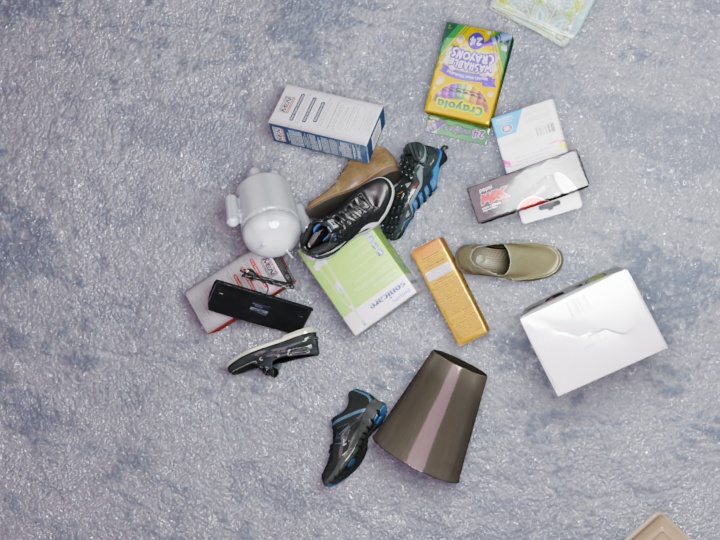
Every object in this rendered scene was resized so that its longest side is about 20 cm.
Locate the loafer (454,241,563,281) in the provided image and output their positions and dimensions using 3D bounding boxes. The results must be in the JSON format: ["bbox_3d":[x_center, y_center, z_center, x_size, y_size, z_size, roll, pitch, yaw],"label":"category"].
[{"bbox_3d":[0.274,-0.015,1.437,0.199,0.067,0.076,-2,92,-3],"label":"loafer"}]

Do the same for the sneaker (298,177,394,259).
[{"bbox_3d":[-0.024,-0.090,1.414,0.200,0.112,0.073,-43,82,10],"label":"sneaker"}]

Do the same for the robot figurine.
[{"bbox_3d":[-0.175,-0.106,1.507,0.113,0.169,0.200,117,147,-44],"label":"robot figurine"}]

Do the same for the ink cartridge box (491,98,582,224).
[{"bbox_3d":[0.321,-0.194,1.434,0.115,0.068,0.200,-16,88,15],"label":"ink cartridge box"}]

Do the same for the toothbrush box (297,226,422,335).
[{"bbox_3d":[0.000,0.000,1.511,0.146,0.086,0.200,-37,82,12],"label":"toothbrush box"}]

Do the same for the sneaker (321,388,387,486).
[{"bbox_3d":[-0.025,0.327,1.546,0.082,0.073,0.200,32,94,27],"label":"sneaker"}]

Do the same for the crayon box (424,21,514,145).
[{"bbox_3d":[0.198,-0.346,1.469,0.125,0.052,0.200,15,96,13],"label":"crayon box"}]

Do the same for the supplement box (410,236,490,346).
[{"bbox_3d":[0.169,0.038,1.481,0.069,0.067,0.200,-30,84,13],"label":"supplement box"}]

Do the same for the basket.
[{"bbox_3d":[0.144,0.260,1.465,0.180,0.136,0.200,26,94,17],"label":"basket"}]

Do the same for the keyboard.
[{"bbox_3d":[-0.187,0.054,1.530,0.200,0.021,0.127,17,124,-18],"label":"keyboard"}]

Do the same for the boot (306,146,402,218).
[{"bbox_3d":[-0.020,-0.168,1.529,0.200,0.074,0.076,-28,67,9],"label":"boot"}]

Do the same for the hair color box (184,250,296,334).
[{"bbox_3d":[-0.240,0.034,1.584,0.200,0.061,0.102,-31,85,14],"label":"hair color box"}]

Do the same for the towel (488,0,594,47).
[{"bbox_3d":[0.349,-0.526,1.427,0.171,0.048,0.200,30,98,10],"label":"towel"}]

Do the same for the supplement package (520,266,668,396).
[{"bbox_3d":[0.393,0.098,1.360,0.191,0.200,0.147,-26,85,13],"label":"supplement package"}]

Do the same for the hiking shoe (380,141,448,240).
[{"bbox_3d":[0.104,-0.141,1.486,0.074,0.087,0.200,51,129,44],"label":"hiking shoe"}]

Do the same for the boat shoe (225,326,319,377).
[{"bbox_3d":[-0.170,0.177,1.565,0.199,0.075,0.066,-22,75,4],"label":"boat shoe"}]

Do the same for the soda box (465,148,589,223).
[{"bbox_3d":[0.290,-0.144,1.377,0.200,0.063,0.071,-19,87,16],"label":"soda box"}]

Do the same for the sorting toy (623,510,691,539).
[{"bbox_3d":[0.540,0.558,1.428,0.200,0.036,0.185,44,101,4],"label":"sorting toy"}]

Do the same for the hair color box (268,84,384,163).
[{"bbox_3d":[-0.063,-0.280,1.510,0.200,0.061,0.100,16,64,13],"label":"hair color box"}]
